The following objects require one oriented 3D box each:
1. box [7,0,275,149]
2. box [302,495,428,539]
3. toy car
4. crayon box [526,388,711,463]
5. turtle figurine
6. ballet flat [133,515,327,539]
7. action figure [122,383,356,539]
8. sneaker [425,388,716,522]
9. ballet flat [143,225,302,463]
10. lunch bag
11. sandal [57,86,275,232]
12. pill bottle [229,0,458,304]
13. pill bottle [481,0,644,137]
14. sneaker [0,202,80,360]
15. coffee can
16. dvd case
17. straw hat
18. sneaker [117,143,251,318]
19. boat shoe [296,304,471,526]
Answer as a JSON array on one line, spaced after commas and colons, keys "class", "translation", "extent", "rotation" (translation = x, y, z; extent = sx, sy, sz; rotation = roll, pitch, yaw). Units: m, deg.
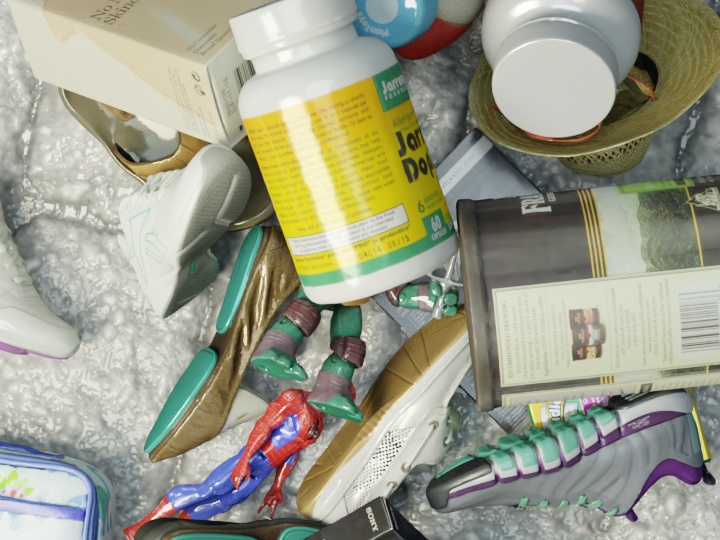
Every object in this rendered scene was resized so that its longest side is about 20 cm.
[{"class": "box", "translation": [-0.148, -0.167, 1.418], "extent": [0.200, 0.078, 0.095], "rotation": [20, 53, 32]}, {"class": "box", "translation": [-0.031, 0.249, 1.414], "extent": [0.200, 0.143, 0.036], "rotation": [-32, 47, 11]}, {"class": "toy car", "translation": [-0.025, -0.190, 1.451], "extent": [0.177, 0.184, 0.200], "rotation": [42, 118, 3]}, {"class": "crayon box", "translation": [0.171, 0.060, 1.450], "extent": [0.118, 0.058, 0.201], "rotation": [-16, 89, 2]}, {"class": "turtle figurine", "translation": [0.000, 0.000, 1.440], "extent": [0.149, 0.101, 0.200], "rotation": [30, 73, -18]}, {"class": "ballet flat", "translation": [-0.077, 0.207, 1.441], "extent": [0.200, 0.068, 0.068], "rotation": [16, 89, -33]}, {"class": "action figure", "translation": [-0.082, 0.149, 1.470], "extent": [0.200, 0.065, 0.052], "rotation": [-43, 53, 1]}, {"class": "sneaker", "translation": [0.149, 0.150, 1.387], "extent": [0.199, 0.074, 0.088], "rotation": [-21, 94, 2]}, {"class": "ballet flat", "translation": [-0.088, 0.065, 1.480], "extent": [0.072, 0.068, 0.200], "rotation": [27, 85, -16]}, {"class": "lunch bag", "translation": [-0.287, 0.203, 1.455], "extent": [0.199, 0.082, 0.161], "rotation": [9, 88, 6]}, {"class": "sandal", "translation": [-0.148, -0.099, 1.484], "extent": [0.200, 0.054, 0.080], "rotation": [38, 90, 3]}, {"class": "pill bottle", "translation": [-0.016, -0.088, 1.323], "extent": [0.112, 0.113, 0.201], "rotation": [-20, 99, 1]}, {"class": "pill bottle", "translation": [0.145, -0.189, 1.395], "extent": [0.112, 0.112, 0.200], "rotation": [10, 45, 2]}, {"class": "sneaker", "translation": [-0.285, -0.010, 1.476], "extent": [0.200, 0.075, 0.100], "rotation": [36, 91, 3]}, {"class": "coffee can", "translation": [0.171, 0.014, 1.349], "extent": [0.199, 0.146, 0.147], "rotation": [-6, 88, 1]}, {"class": "dvd case", "translation": [0.105, 0.014, 1.491], "extent": [0.200, 0.016, 0.149], "rotation": [44, 91, 2]}, {"class": "straw hat", "translation": [0.178, -0.118, 1.455], "extent": [0.200, 0.201, 0.085], "rotation": [-18, 129, 1]}, {"class": "sneaker", "translation": [-0.137, -0.039, 1.421], "extent": [0.070, 0.200, 0.080], "rotation": [-36, 78, -31]}, {"class": "boat shoe", "translation": [0.036, 0.116, 1.467], "extent": [0.069, 0.071, 0.200], "rotation": [36, 100, -16]}]
